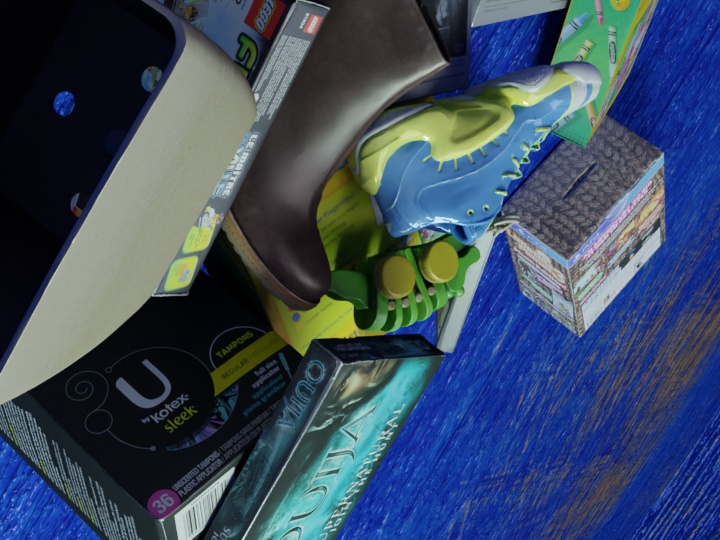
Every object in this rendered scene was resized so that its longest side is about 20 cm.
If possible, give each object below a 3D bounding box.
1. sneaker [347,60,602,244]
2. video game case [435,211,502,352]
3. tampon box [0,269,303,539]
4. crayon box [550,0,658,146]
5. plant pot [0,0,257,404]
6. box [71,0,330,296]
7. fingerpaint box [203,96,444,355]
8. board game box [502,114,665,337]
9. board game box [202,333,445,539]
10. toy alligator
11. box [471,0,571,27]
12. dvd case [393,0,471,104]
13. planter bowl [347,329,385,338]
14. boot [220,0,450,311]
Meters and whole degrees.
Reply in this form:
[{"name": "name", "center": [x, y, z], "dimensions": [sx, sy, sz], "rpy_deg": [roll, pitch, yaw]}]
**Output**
[{"name": "sneaker", "center": [0.089, -0.079, 0.919], "dimensions": [0.198, 0.106, 0.076], "rpy_deg": [-18, -176, -13]}, {"name": "video game case", "center": [0.091, -0.047, 1.126], "dimensions": [0.201, 0.019, 0.144], "rpy_deg": [-85, -171, -53]}, {"name": "tampon box", "center": [-0.137, 0.094, 0.872], "dimensions": [0.150, 0.199, 0.127], "rpy_deg": [-37, 150, -29]}, {"name": "crayon box", "center": [0.224, -0.224, 1.164], "dimensions": [0.119, 0.058, 0.201], "rpy_deg": [-54, 165, -37]}, {"name": "plant pot", "center": [-0.167, -0.070, 0.654], "dimensions": [0.201, 0.199, 0.177], "rpy_deg": [-57, 164, 10]}, {"name": "box", "center": [-0.108, -0.098, 0.786], "dimensions": [0.035, 0.110, 0.201], "rpy_deg": [0, 123, -57]}, {"name": "fingerpaint box", "center": [-0.025, -0.050, 0.958], "dimensions": [0.200, 0.073, 0.168], "rpy_deg": [-39, 126, -26]}, {"name": "board game box", "center": [0.249, -0.049, 1.426], "dimensions": [0.160, 0.097, 0.200], "rpy_deg": [-46, 153, -12]}, {"name": "board game box", "center": [-0.032, 0.131, 0.830], "dimensions": [0.135, 0.028, 0.201], "rpy_deg": [1, 121, -60]}, {"name": "toy alligator", "center": [0.050, 0.005, 0.941], "dimensions": [0.199, 0.059, 0.055], "rpy_deg": [-18, 95, -36]}, {"name": "box", "center": [0.151, -0.300, 1.030], "dimensions": [0.155, 0.041, 0.201], "rpy_deg": [-21, 139, -47]}, {"name": "dvd case", "center": [0.028, -0.215, 0.874], "dimensions": [0.150, 0.025, 0.202], "rpy_deg": [-20, 117, -48]}, {"name": "planter bowl", "center": [0.000, 0.000, 1.106], "dimensions": [0.200, 0.083, 0.201], "rpy_deg": [-37, 149, -27]}, {"name": "boot", "center": [-0.018, -0.091, 0.801], "dimensions": [0.165, 0.202, 0.072], "rpy_deg": [-23, -179, 21]}]
